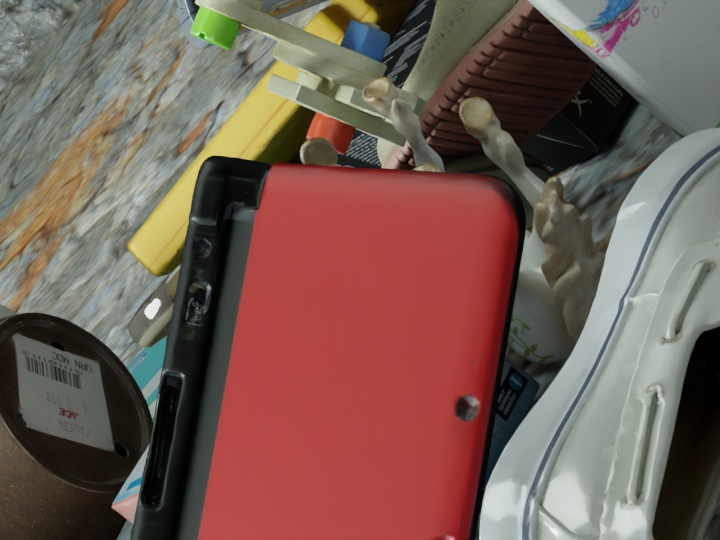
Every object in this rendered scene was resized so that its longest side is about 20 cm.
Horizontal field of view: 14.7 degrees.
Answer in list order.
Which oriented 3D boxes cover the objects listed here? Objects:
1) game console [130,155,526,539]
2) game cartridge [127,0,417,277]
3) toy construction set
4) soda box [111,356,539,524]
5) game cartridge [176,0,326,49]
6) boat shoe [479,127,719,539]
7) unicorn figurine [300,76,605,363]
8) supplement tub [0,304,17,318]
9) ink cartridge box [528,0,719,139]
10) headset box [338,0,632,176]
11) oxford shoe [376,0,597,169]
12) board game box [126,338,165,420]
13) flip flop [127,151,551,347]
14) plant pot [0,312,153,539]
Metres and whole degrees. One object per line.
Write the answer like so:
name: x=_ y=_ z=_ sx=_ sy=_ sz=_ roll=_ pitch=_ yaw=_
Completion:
game console: x=-0.014 y=0.069 z=0.978 sx=0.172 sy=0.119 sz=0.200 roll=72 pitch=-152 yaw=-82
game cartridge: x=-0.020 y=-0.079 z=1.422 sx=0.176 sy=0.032 sz=0.200 roll=-49 pitch=-8 yaw=21
toy construction set: x=-0.014 y=-0.150 z=1.110 sx=0.092 sy=0.131 sz=0.200 roll=6 pitch=83 yaw=30
soda box: x=-0.018 y=0.071 z=1.099 sx=0.200 sy=0.068 sz=0.064 roll=-27 pitch=28 yaw=57
game cartridge: x=-0.012 y=-0.151 z=1.316 sx=0.133 sy=0.042 sz=0.200 roll=-18 pitch=2 yaw=-10
boat shoe: x=0.106 y=0.028 z=0.863 sx=0.070 sy=0.071 sz=0.200 roll=-1 pitch=38 yaw=35
unicorn figurine: x=0.045 y=-0.011 z=1.053 sx=0.074 sy=0.137 sz=0.200 roll=-38 pitch=29 yaw=3
supplement tub: x=-0.220 y=0.094 z=1.499 sx=0.145 sy=0.145 sz=0.200 roll=-49 pitch=13 yaw=-1
ink cartridge box: x=0.094 y=-0.124 z=1.005 sx=0.084 sy=0.200 sz=0.145 roll=-48 pitch=14 yaw=6
headset box: x=0.087 y=-0.125 z=1.293 sx=0.149 sy=0.077 sz=0.200 roll=-29 pitch=23 yaw=55
oxford shoe: x=0.064 y=-0.118 z=1.145 sx=0.071 sy=0.074 sz=0.200 roll=9 pitch=-55 yaw=-52
board game box: x=-0.043 y=0.032 z=1.326 sx=0.151 sy=0.047 sz=0.200 roll=-48 pitch=14 yaw=-2
flip flop: x=0.000 y=0.000 z=1.138 sx=0.200 sy=0.058 sz=0.081 roll=-12 pitch=-18 yaw=-32
plant pot: x=-0.190 y=0.110 z=1.268 sx=0.200 sy=0.187 sz=0.187 roll=-41 pitch=16 yaw=32
